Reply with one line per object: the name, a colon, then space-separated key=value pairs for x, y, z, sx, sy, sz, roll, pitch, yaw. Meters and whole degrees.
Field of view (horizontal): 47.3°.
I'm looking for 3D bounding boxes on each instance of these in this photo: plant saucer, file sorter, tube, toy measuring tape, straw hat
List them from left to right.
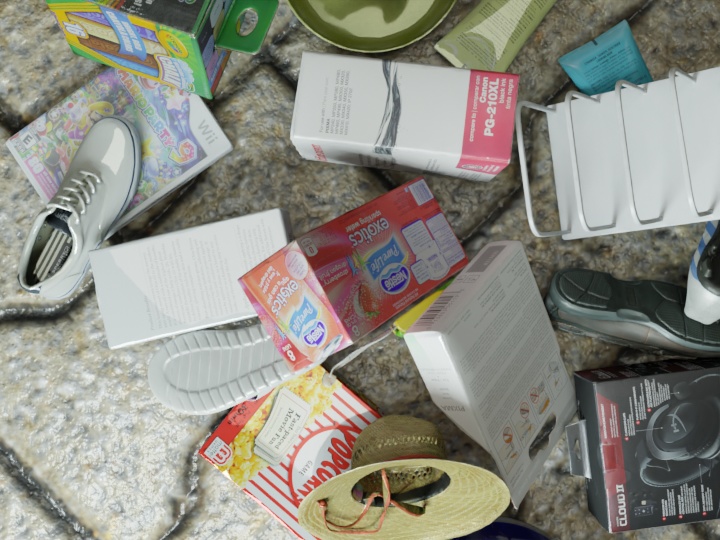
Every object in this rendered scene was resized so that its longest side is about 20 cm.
plant saucer: x=0.012 y=-0.322 z=0.848 sx=0.197 sy=0.031 sz=0.203 roll=0 pitch=90 yaw=2
straw hat: x=0.036 y=0.185 z=0.777 sx=0.199 sy=0.202 sz=0.086 roll=-5 pitch=50 yaw=2
toy measuring tape: x=0.058 y=0.076 z=0.825 sx=0.199 sy=0.074 sz=0.074 roll=-35 pitch=90 yaw=-10
tube: x=0.167 y=-0.281 z=0.839 sx=0.200 sy=0.052 sz=0.058 roll=-50 pitch=48 yaw=5
tube: x=0.285 y=-0.150 z=0.837 sx=0.077 sy=0.050 sz=0.201 roll=-29 pitch=86 yaw=5
file sorter: x=0.259 y=-0.108 z=0.756 sx=0.198 sy=0.124 sz=0.140 roll=-8 pitch=90 yaw=31

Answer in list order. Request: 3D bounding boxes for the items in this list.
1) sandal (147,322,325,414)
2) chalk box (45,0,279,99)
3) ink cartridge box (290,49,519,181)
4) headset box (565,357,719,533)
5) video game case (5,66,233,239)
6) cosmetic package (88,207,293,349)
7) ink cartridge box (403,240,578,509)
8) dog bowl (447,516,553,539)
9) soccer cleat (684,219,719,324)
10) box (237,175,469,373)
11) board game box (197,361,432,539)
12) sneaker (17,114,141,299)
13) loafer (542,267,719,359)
sandal: x=-0.117 y=0.095 z=0.817 sx=0.201 sy=0.050 sz=0.083 roll=-14 pitch=75 yaw=16
chalk box: x=-0.181 y=-0.261 z=0.798 sx=0.198 sy=0.124 sz=0.126 roll=20 pitch=75 yaw=1
ink cartridge box: x=0.040 y=-0.144 z=0.793 sx=0.198 sy=0.145 sz=0.085 roll=7 pitch=90 yaw=1
headset box: x=0.306 y=0.169 z=0.821 sx=0.198 sy=0.077 sz=0.151 roll=-7 pitch=91 yaw=0
video game case: x=-0.253 y=-0.133 z=0.866 sx=0.199 sy=0.018 sz=0.144 roll=-34 pitch=89 yaw=2
cosmetic package: x=-0.162 y=0.007 z=0.839 sx=0.198 sy=0.071 sz=0.103 roll=-12 pitch=92 yaw=2
ink cartridge box: x=0.135 y=0.097 z=0.794 sx=0.050 sy=0.161 sz=0.202 roll=-2 pitch=120 yaw=42
dog bowl: x=0.138 y=0.360 z=0.832 sx=0.198 sy=0.079 sz=0.203 roll=0 pitch=91 yaw=1
soccer cleat: x=0.372 y=-0.034 z=0.821 sx=0.069 sy=0.087 sz=0.201 roll=29 pitch=62 yaw=17
box: x=0.000 y=0.000 z=0.767 sx=0.094 sy=0.199 sz=0.103 roll=-30 pitch=91 yaw=43
board game box: x=-0.042 y=0.189 z=0.851 sx=0.199 sy=0.046 sz=0.152 roll=39 pitch=92 yaw=1
sneaker: x=-0.279 y=-0.062 z=0.824 sx=0.072 sy=0.071 sz=0.202 roll=22 pitch=92 yaw=1
loafer: x=0.282 y=0.049 z=0.840 sx=0.198 sy=0.063 sz=0.072 roll=16 pitch=52 yaw=0
